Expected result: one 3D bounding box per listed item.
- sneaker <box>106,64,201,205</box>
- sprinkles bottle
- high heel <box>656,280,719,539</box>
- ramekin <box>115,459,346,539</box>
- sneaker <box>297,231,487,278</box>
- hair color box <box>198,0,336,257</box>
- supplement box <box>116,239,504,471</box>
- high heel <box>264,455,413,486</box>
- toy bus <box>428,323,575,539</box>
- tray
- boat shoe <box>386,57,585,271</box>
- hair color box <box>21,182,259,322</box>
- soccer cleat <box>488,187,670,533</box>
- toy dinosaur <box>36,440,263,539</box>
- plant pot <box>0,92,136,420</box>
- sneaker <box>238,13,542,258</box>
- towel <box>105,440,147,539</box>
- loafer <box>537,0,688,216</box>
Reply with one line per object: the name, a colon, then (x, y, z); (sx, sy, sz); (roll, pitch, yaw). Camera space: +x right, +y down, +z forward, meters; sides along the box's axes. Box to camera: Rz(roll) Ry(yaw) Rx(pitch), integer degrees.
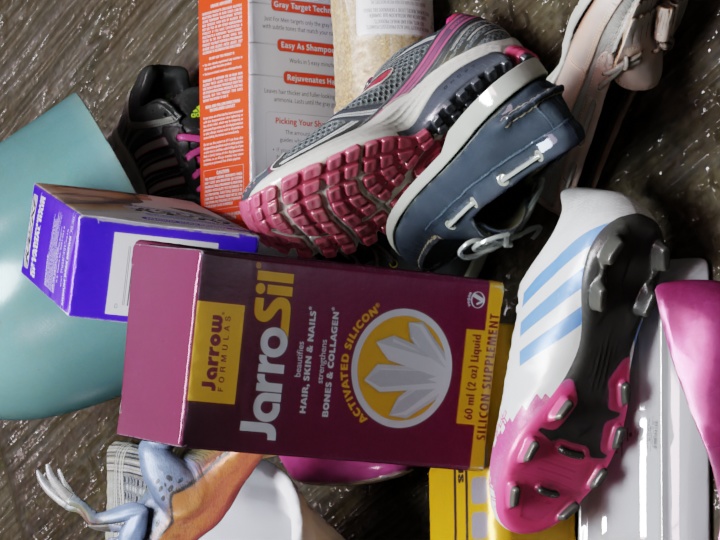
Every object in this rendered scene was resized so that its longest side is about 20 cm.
sneaker: (-0.111, -0.076, 1.919); (0.200, 0.073, 0.088); (48, 131, 48)
sprinkles bottle: (0.013, -0.166, 1.769); (0.068, 0.068, 0.202); (-10, 80, 51)
high heel: (0.180, 0.108, 1.498); (0.067, 0.095, 0.201); (-37, -39, -81)
ramekin: (-0.081, 0.222, 1.714); (0.200, 0.098, 0.201); (-31, 36, 26)
sneaker: (0.000, 0.000, 1.717); (0.201, 0.106, 0.075); (-58, 42, 6)
hair color box: (-0.047, -0.104, 1.817); (0.061, 0.101, 0.202); (-6, 82, 53)
supplement box: (-0.028, 0.049, 1.596); (0.085, 0.199, 0.111); (6, 90, 60)
high heel: (-0.026, 0.080, 1.811); (0.200, 0.067, 0.097); (-165, 69, -65)
toy bus: (0.083, 0.136, 1.658); (0.078, 0.065, 0.202); (-14, 74, 56)
tray: (0.154, 0.094, 1.612); (0.107, 0.022, 0.202); (-3, 86, 51)
boat shoe: (0.074, -0.046, 1.610); (0.062, 0.075, 0.200); (52, 144, 12)
hair color box: (-0.136, -0.009, 1.709); (0.200, 0.109, 0.065); (-160, 77, -74)
soccer cleat: (0.115, 0.048, 1.601); (0.086, 0.069, 0.201); (42, 116, 56)
toy dinosaur: (-0.124, 0.148, 1.678); (0.199, 0.105, 0.183); (3, 76, 40)
plant pot: (-0.214, 0.006, 1.904); (0.201, 0.160, 0.201); (61, 174, 11)
sneaker: (0.014, -0.079, 1.688); (0.075, 0.199, 0.081); (45, 160, 41)
towel: (-0.152, 0.223, 1.950); (0.192, 0.034, 0.202); (-172, 84, -68)
loafer: (0.146, -0.112, 1.607); (0.063, 0.072, 0.200); (49, 134, 20)
